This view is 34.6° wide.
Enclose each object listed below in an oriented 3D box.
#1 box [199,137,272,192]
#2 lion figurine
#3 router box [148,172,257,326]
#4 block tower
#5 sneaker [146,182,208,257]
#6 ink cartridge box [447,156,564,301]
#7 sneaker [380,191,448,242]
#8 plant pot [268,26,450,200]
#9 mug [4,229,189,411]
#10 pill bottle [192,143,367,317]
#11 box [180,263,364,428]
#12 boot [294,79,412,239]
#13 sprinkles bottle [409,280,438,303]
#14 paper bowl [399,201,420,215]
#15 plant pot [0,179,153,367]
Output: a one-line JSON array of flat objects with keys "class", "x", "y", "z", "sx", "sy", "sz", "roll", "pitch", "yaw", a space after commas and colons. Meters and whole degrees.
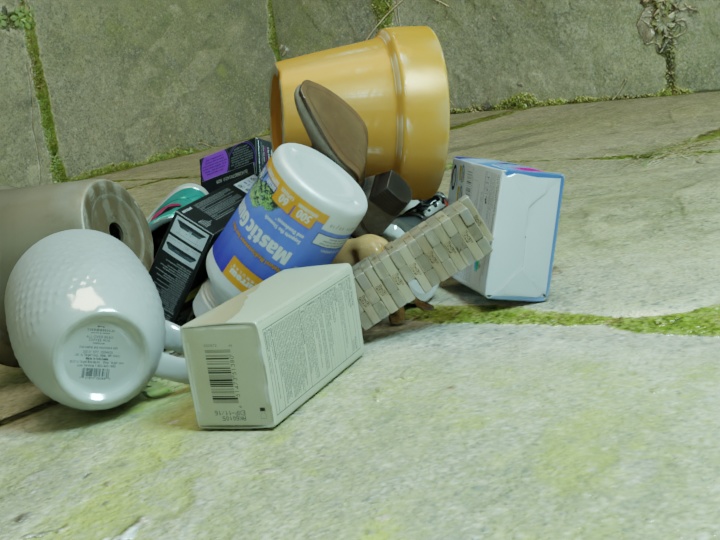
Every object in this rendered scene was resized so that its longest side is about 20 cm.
[{"class": "box", "x": -0.119, "y": -0.106, "z": 1.650, "sx": 0.121, "sy": 0.107, "sz": 0.199, "roll": -14, "pitch": -15, "yaw": 37}, {"class": "lion figurine", "x": -0.018, "y": -0.008, "z": 1.256, "sx": 0.198, "sy": 0.124, "sz": 0.072, "roll": -3, "pitch": 13, "yaw": 25}, {"class": "router box", "x": -0.173, "y": -0.013, "z": 1.308, "sx": 0.052, "sy": 0.158, "sz": 0.200, "roll": 31, "pitch": 23, "yaw": 8}, {"class": "block tower", "x": 0.039, "y": 0.002, "z": 1.159, "sx": 0.199, "sy": 0.054, "sz": 0.058, "roll": -33, "pitch": 13, "yaw": 1}, {"class": "sneaker", "x": -0.254, "y": -0.010, "z": 1.424, "sx": 0.200, "sy": 0.083, "sz": 0.121, "roll": -50, "pitch": 18, "yaw": 11}, {"class": "ink cartridge box", "x": 0.147, "y": -0.052, "z": 1.285, "sx": 0.075, "sy": 0.138, "sz": 0.200, "roll": 5, "pitch": 9, "yaw": -16}, {"class": "sneaker", "x": 0.073, "y": -0.058, "z": 1.403, "sx": 0.076, "sy": 0.083, "sz": 0.199, "roll": 11, "pitch": 2, "yaw": 28}, {"class": "plant pot", "x": -0.010, "y": -0.181, "z": 1.345, "sx": 0.181, "sy": 0.203, "sz": 0.200, "roll": -3, "pitch": 10, "yaw": -12}, {"class": "mug", "x": -0.234, "y": 0.061, "z": 1.102, "sx": 0.198, "sy": 0.149, "sz": 0.175, "roll": 19, "pitch": 9, "yaw": -24}, {"class": "pill bottle", "x": -0.089, "y": -0.020, "z": 1.183, "sx": 0.111, "sy": 0.201, "sz": 0.112, "roll": 30, "pitch": 23, "yaw": -14}, {"class": "box", "x": -0.072, "y": 0.063, "z": 1.038, "sx": 0.077, "sy": 0.096, "sz": 0.200, "roll": -4, "pitch": 11, "yaw": 24}, {"class": "boot", "x": -0.042, "y": -0.103, "z": 1.264, "sx": 0.145, "sy": 0.200, "sz": 0.071, "roll": -22, "pitch": 28, "yaw": 42}, {"class": "sprinkles bottle", "x": 0.000, "y": 0.000, "z": 1.343, "sx": 0.068, "sy": 0.069, "sz": 0.199, "roll": -19, "pitch": 15, "yaw": -42}, {"class": "paper bowl", "x": -0.006, "y": -0.093, "z": 1.502, "sx": 0.198, "sy": 0.106, "sz": 0.201, "roll": 14, "pitch": 14, "yaw": -4}, {"class": "plant pot", "x": -0.326, "y": -0.014, "z": 1.248, "sx": 0.172, "sy": 0.202, "sz": 0.200, "roll": -18, "pitch": 7, "yaw": 25}]
